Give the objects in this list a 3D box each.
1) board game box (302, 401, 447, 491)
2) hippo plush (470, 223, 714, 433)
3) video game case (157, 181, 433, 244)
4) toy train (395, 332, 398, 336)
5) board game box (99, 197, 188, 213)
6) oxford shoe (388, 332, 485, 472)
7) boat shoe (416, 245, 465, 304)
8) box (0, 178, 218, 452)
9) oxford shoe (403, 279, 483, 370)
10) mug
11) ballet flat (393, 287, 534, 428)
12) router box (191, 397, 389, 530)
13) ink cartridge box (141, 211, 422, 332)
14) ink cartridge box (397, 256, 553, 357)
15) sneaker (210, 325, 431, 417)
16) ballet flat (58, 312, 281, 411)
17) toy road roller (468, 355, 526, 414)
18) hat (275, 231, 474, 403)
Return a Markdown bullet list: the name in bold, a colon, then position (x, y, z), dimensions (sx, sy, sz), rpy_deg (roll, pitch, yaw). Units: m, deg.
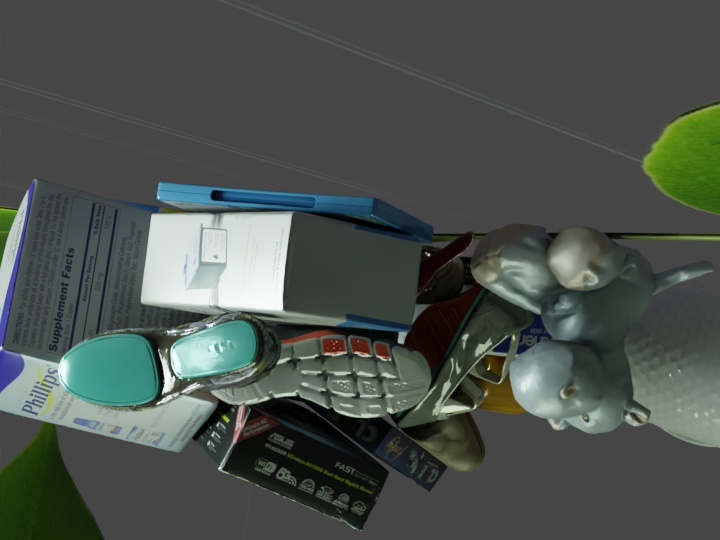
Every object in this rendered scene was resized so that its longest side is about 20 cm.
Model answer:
- **board game box**: position (0.002, 0.155, 1.629), dimensions (0.135, 0.035, 0.200), rpy_deg (35, 176, 26)
- **hippo plush**: position (0.173, 0.054, 1.367), dimensions (0.159, 0.162, 0.199), rpy_deg (2, 172, 44)
- **video game case**: position (-0.053, -0.049, 1.376), dimensions (0.199, 0.018, 0.143), rpy_deg (6, 174, 22)
- **toy train**: position (0.041, 0.074, 1.803), dimensions (0.085, 0.114, 0.200), rpy_deg (-22, -170, -8)
- **board game box**: position (-0.183, -0.032, 1.607), dimensions (0.199, 0.041, 0.153), rpy_deg (9, 174, -11)
- **oxford shoe**: position (0.056, 0.145, 1.688), dimensions (0.200, 0.070, 0.075), rpy_deg (46, -163, -11)
- **boat shoe**: position (0.000, 0.000, 1.572), dimensions (0.199, 0.074, 0.063), rpy_deg (-7, 160, 16)
- **box**: position (-0.228, 0.043, 1.459), dimensions (0.199, 0.185, 0.105), rpy_deg (17, 143, -19)
- **oxford shoe**: position (0.118, 0.047, 1.544), dimensions (0.073, 0.072, 0.200), rpy_deg (-15, 164, -46)
- **mug**: position (0.326, 0.105, 1.611), dimensions (0.175, 0.148, 0.200), rpy_deg (15, 143, 28)
- **ballet flat**: position (0.096, 0.096, 1.486), dimensions (0.064, 0.200, 0.067), rpy_deg (37, -141, 6)
- **router box**: position (-0.079, 0.158, 1.495), dimensions (0.149, 0.062, 0.200), rpy_deg (28, 180, -23)
- **ink cartridge box**: position (-0.069, 0.000, 1.366), dimensions (0.146, 0.086, 0.199), rpy_deg (11, 172, -41)
- **ink cartridge box**: position (0.137, 0.036, 1.598), dimensions (0.199, 0.095, 0.044), rpy_deg (4, 174, 31)
- **sneaker**: position (-0.035, 0.072, 1.394), dimensions (0.199, 0.077, 0.082), rpy_deg (5, -156, 8)
- **ballet flat**: position (-0.152, 0.078, 1.334), dimensions (0.199, 0.072, 0.072), rpy_deg (-10, 168, 24)
- **toy road roller**: position (0.173, 0.079, 1.714), dimensions (0.122, 0.147, 0.200), rpy_deg (10, 174, -31)
- **hat**: position (-0.013, 0.015, 1.494), dimensions (0.199, 0.177, 0.166), rpy_deg (4, -161, -6)
